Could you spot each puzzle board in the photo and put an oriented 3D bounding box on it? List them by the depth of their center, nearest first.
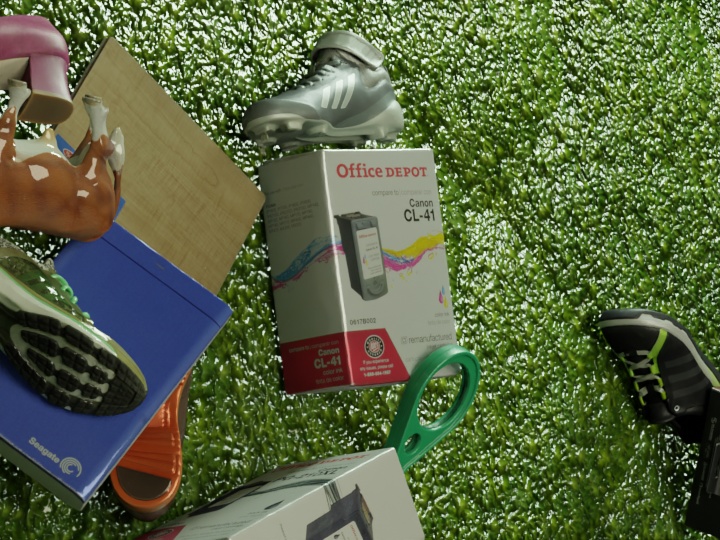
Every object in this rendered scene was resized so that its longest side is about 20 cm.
[{"bbox_3d":[-0.170,-0.065,1.693,0.200,0.017,0.151,46,53,-29],"label":"puzzle board"}]

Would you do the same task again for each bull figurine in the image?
[{"bbox_3d":[-0.250,-0.076,1.519,0.199,0.065,0.122,9,97,-50],"label":"bull figurine"}]

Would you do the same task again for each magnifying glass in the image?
[{"bbox_3d":[0.035,0.151,1.794,0.201,0.022,0.080,-57,143,-6],"label":"magnifying glass"}]

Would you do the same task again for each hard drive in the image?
[{"bbox_3d":[-0.202,0.063,1.572,0.132,0.025,0.200,36,56,1],"label":"hard drive"}]

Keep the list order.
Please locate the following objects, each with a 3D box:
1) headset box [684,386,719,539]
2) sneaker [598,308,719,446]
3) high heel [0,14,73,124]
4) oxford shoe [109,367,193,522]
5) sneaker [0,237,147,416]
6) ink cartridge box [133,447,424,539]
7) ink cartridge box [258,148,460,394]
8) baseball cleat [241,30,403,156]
[{"bbox_3d":[0.414,0.192,2.167,0.199,0.077,0.150,-5,108,-49],"label":"headset box"},{"bbox_3d":[0.305,0.111,2.114,0.200,0.071,0.083,39,57,-34],"label":"sneaker"},{"bbox_3d":[-0.302,-0.170,1.557,0.199,0.067,0.096,9,46,-33],"label":"high heel"},{"bbox_3d":[-0.164,0.095,1.636,0.071,0.073,0.201,7,66,-3],"label":"oxford shoe"},{"bbox_3d":[-0.228,0.023,1.532,0.200,0.077,0.089,37,39,-2],"label":"sneaker"},{"bbox_3d":[-0.070,0.214,1.643,0.200,0.144,0.085,-23,97,-46],"label":"ink cartridge box"},{"bbox_3d":[0.000,0.000,1.807,0.147,0.085,0.201,-4,86,-46],"label":"ink cartridge box"},{"bbox_3d":[-0.040,-0.154,1.821,0.200,0.069,0.107,0,75,-56],"label":"baseball cleat"}]
